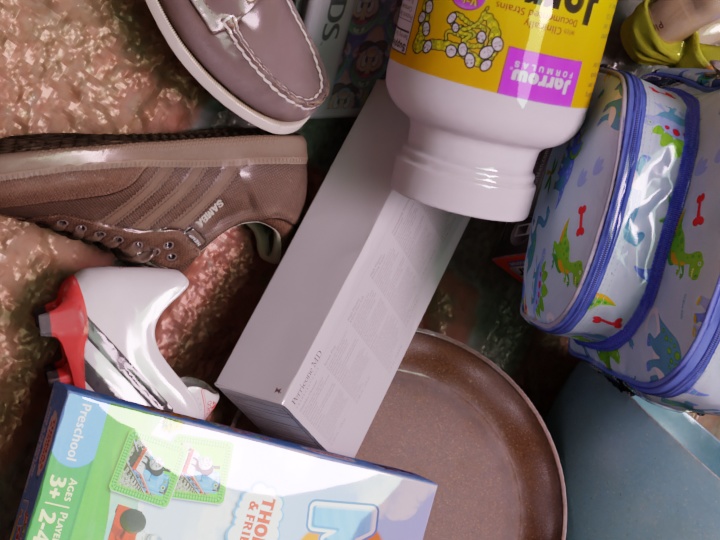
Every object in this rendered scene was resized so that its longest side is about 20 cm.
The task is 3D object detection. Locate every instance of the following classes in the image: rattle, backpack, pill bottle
[{"bbox_3d":[0.272,-0.140,0.927,0.200,0.130,0.143,-16,64,-41],"label":"rattle"},{"bbox_3d":[0.170,-0.017,0.752,0.147,0.200,0.183,14,94,-12],"label":"backpack"},{"bbox_3d":[0.073,-0.130,0.728,0.104,0.104,0.200,4,106,-33],"label":"pill bottle"}]

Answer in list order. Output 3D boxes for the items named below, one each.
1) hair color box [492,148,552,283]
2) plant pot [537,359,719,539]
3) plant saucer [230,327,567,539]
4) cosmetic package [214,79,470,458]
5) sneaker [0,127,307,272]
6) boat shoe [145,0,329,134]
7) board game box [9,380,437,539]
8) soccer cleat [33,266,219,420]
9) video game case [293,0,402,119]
[{"bbox_3d":[0.184,-0.005,0.929,0.200,0.064,0.111,35,66,-29],"label":"hair color box"},{"bbox_3d":[0.173,0.162,0.892,0.200,0.200,0.135,35,99,-30],"label":"plant pot"},{"bbox_3d":[0.017,0.130,0.824,0.200,0.032,0.200,4,71,-12],"label":"plant saucer"},{"bbox_3d":[0.000,0.000,0.798,0.200,0.051,0.083,-63,145,-21],"label":"cosmetic package"},{"bbox_3d":[-0.113,-0.031,0.744,0.200,0.070,0.076,-6,102,-31],"label":"sneaker"},{"bbox_3d":[-0.075,-0.160,0.734,0.200,0.059,0.072,55,40,-13],"label":"boat shoe"},{"bbox_3d":[-0.073,0.153,0.722,0.200,0.037,0.151,17,86,-23],"label":"board game box"},{"bbox_3d":[-0.111,0.094,0.754,0.085,0.069,0.200,-11,101,-13],"label":"soccer cleat"},{"bbox_3d":[0.059,-0.169,0.814,0.200,0.024,0.182,-6,129,-32],"label":"video game case"}]
